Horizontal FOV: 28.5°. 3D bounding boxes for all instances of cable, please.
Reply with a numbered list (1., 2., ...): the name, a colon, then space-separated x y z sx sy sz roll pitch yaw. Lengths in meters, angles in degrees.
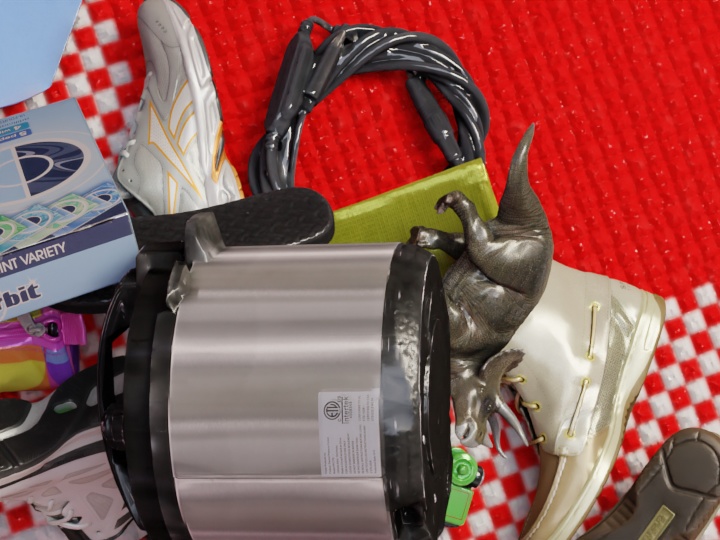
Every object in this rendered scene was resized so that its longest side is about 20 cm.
1. cable: 0.007 -0.075 0.989 0.161 0.051 0.203 18 71 -13

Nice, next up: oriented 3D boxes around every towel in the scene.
1. towel: 0.000 0.000 0.927 0.198 0.018 0.087 -20 102 1

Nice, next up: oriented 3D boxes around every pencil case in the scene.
1. pencil case: -0.273 0.042 0.901 0.197 0.088 0.090 -6 81 -9

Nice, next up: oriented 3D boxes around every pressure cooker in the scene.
1. pressure cooker: -0.051 0.070 0.790 0.197 0.179 0.178 -2 57 9

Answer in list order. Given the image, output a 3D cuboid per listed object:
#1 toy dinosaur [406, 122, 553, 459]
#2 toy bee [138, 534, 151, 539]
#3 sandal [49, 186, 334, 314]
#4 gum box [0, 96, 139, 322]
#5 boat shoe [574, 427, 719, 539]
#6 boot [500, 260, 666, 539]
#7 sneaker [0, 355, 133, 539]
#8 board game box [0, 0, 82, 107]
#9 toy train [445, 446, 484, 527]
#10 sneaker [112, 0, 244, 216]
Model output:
1. toy dinosaur: 0.078 0.006 0.897 0.101 0.077 0.202 19 94 -18
2. toy bee: -0.057 0.183 0.908 0.197 0.132 0.109 11 37 9
3. sandal: -0.110 -0.003 0.891 0.197 0.045 0.075 -13 46 -16
4. gum box: -0.235 -0.031 0.870 0.168 0.200 0.045 -19 120 -12
5. boat shoe: 0.185 0.194 0.960 0.200 0.076 0.072 -48 70 8
6. boot: 0.107 0.080 0.967 0.153 0.072 0.202 25 77 -3
7. sneaker: -0.198 0.136 0.868 0.199 0.075 0.117 -18 126 -31
8. board game box: -0.266 -0.206 0.971 0.156 0.039 0.203 20 83 -11
9. toy train: -0.013 0.124 0.956 0.197 0.042 0.057 18 88 -6
10. sneaker: -0.134 -0.085 0.955 0.091 0.076 0.203 -14 82 -7
